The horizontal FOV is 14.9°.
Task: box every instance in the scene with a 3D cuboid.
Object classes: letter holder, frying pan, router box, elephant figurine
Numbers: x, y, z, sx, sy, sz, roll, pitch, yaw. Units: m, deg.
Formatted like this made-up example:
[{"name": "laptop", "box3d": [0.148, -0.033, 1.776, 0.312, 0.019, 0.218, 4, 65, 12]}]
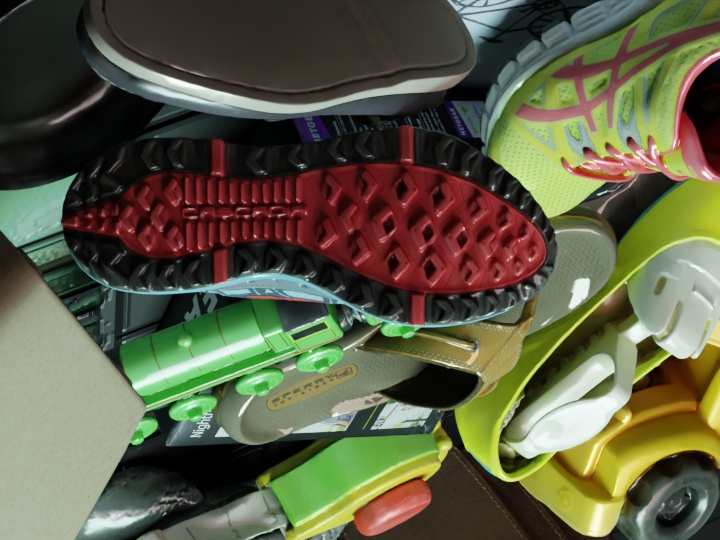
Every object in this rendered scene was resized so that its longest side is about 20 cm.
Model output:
[{"name": "letter holder", "box3d": [0.089, 0.184, 1.515, 0.142, 0.200, 0.101, -29, 151, -7]}, {"name": "frying pan", "box3d": [-0.117, -0.099, 1.045, 0.115, 0.031, 0.190, -26, 148, -18]}, {"name": "router box", "box3d": [0.000, 0.000, 1.278, 0.149, 0.051, 0.200, -1, 139, -30]}, {"name": "elephant figurine", "box3d": [-0.091, 0.161, 1.405, 0.141, 0.155, 0.200, 33, 105, -13]}]

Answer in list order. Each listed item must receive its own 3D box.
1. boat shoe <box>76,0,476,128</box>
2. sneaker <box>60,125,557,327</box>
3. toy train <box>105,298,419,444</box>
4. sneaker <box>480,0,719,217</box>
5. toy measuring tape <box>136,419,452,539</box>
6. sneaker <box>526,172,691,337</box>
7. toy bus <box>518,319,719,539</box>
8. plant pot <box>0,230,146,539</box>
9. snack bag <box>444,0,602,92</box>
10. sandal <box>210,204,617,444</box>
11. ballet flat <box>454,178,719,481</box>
[{"name": "boat shoe", "box3d": [-0.039, -0.078, 1.071, 0.200, 0.073, 0.063, -4, 152, -48]}, {"name": "sneaker", "box3d": [-0.018, -0.023, 1.139, 0.200, 0.079, 0.096, 7, -179, 3]}, {"name": "toy train", "box3d": [-0.035, 0.024, 1.201, 0.200, 0.042, 0.056, -21, 158, 4]}, {"name": "sneaker", "box3d": [0.121, -0.067, 1.141, 0.078, 0.090, 0.200, 5, 148, -35]}, {"name": "toy measuring tape", "box3d": [-0.020, 0.104, 1.365, 0.200, 0.074, 0.074, -16, 148, -45]}, {"name": "sneaker", "box3d": [0.086, -0.017, 1.360, 0.082, 0.077, 0.200, 24, 115, -34]}, {"name": "toy bus", "box3d": [0.184, 0.032, 1.468, 0.200, 0.136, 0.192, -12, 132, -29]}, {"name": "plant pot", "box3d": [-0.200, 0.044, 1.035, 0.177, 0.200, 0.200, -41, 152, -7]}, {"name": "snack bag", "box3d": [0.105, -0.120, 1.192, 0.200, 0.021, 0.189, -21, 160, 30]}, {"name": "sandal", "box3d": [0.029, 0.037, 1.248, 0.200, 0.054, 0.080, -25, 144, -1]}, {"name": "ballet flat", "box3d": [0.129, 0.031, 1.318, 0.200, 0.067, 0.067, -41, 119, 15]}]
